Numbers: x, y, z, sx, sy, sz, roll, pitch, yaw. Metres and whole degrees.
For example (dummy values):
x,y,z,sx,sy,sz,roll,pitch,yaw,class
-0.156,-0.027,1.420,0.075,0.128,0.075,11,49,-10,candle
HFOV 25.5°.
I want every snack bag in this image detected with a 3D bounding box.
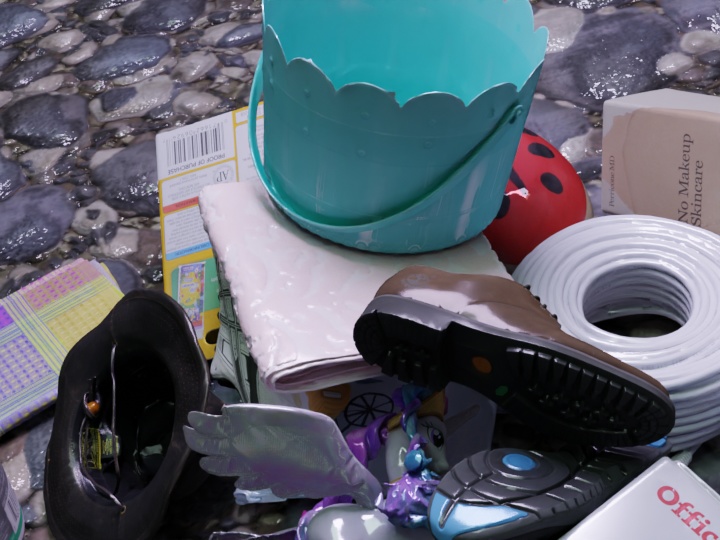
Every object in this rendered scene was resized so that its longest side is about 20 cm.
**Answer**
x,y,z,sx,sy,sz,roll,pitch,yaw,class
0.017,0.096,1.151,0.186,0.022,0.201,-3,39,14,snack bag

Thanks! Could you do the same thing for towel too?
x,y,z,sx,sy,sz,roll,pitch,yaw,class
0.000,0.000,1.078,0.189,0.033,0.201,-6,39,-17,towel
-0.265,0.068,1.268,0.199,0.023,0.143,-31,43,-19,towel

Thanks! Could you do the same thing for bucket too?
x,y,z,sx,sy,sz,roll,pitch,yaw,class
0.022,-0.117,1.095,0.204,0.136,0.208,4,37,-3,bucket

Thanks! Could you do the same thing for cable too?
x,y,z,sx,sy,sz,roll,pitch,yaw,class
0.190,0.041,1.115,0.199,0.070,0.199,-34,47,-28,cable

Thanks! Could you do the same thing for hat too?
x,y,z,sx,sy,sz,roll,pitch,yaw,class
-0.140,0.114,1.103,0.080,0.202,0.201,16,21,-37,hat

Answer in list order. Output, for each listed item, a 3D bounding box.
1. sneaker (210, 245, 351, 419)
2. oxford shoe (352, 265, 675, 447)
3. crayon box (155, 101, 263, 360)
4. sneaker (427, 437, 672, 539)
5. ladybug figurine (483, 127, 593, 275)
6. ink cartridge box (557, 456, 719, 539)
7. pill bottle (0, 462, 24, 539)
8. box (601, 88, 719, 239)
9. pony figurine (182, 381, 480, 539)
x,y,z,sx,sy,sz,roll,pitch,yaw,class
-0.081,0.040,1.138,0.088,0.075,0.201,-42,49,25,sneaker
0.102,0.043,0.967,0.198,0.073,0.085,23,46,11,oxford shoe
-0.091,-0.024,1.238,0.124,0.052,0.202,-15,65,21,crayon box
0.117,0.148,0.960,0.199,0.083,0.073,-10,29,-42,sneaker
0.111,-0.065,1.269,0.134,0.073,0.200,-23,36,-13,ladybug figurine
0.150,0.224,0.888,0.199,0.083,0.146,-32,56,-23,ink cartridge box
-0.308,0.123,1.071,0.112,0.202,0.114,-8,39,7,pill bottle
0.275,-0.075,1.177,0.077,0.096,0.199,-12,18,-35,box
-0.007,0.164,0.994,0.190,0.167,0.202,-6,54,-2,pony figurine
